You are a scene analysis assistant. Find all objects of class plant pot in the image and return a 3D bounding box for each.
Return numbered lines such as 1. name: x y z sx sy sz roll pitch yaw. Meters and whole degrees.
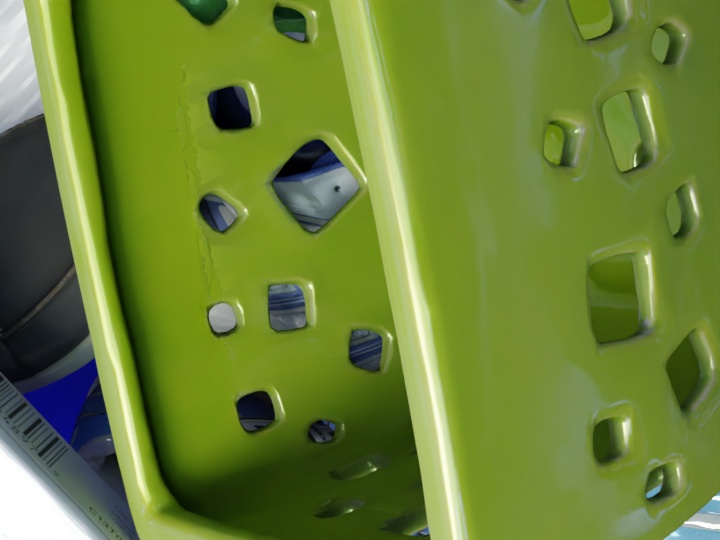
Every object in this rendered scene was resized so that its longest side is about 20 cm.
1. plant pot: 0.034 -0.024 0.658 0.181 0.199 0.201 -14 98 -30

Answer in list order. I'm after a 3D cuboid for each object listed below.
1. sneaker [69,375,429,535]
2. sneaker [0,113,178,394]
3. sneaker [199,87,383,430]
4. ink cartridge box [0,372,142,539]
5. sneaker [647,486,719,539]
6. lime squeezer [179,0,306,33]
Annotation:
1. sneaker: -0.013 0.090 0.799 0.199 0.077 0.076 20 110 9
2. sneaker: -0.152 0.004 0.749 0.200 0.106 0.075 -36 59 33
3. sneaker: 0.000 0.000 0.781 0.199 0.075 0.088 29 109 -7
4. ink cartridge box: -0.141 0.147 0.735 0.200 0.041 0.200 -43 92 13
5. sneaker: 0.179 0.089 0.796 0.199 0.080 0.131 10 112 0
6. lime squeezer: -0.036 -0.101 0.744 0.199 0.071 0.038 -14 67 -19
